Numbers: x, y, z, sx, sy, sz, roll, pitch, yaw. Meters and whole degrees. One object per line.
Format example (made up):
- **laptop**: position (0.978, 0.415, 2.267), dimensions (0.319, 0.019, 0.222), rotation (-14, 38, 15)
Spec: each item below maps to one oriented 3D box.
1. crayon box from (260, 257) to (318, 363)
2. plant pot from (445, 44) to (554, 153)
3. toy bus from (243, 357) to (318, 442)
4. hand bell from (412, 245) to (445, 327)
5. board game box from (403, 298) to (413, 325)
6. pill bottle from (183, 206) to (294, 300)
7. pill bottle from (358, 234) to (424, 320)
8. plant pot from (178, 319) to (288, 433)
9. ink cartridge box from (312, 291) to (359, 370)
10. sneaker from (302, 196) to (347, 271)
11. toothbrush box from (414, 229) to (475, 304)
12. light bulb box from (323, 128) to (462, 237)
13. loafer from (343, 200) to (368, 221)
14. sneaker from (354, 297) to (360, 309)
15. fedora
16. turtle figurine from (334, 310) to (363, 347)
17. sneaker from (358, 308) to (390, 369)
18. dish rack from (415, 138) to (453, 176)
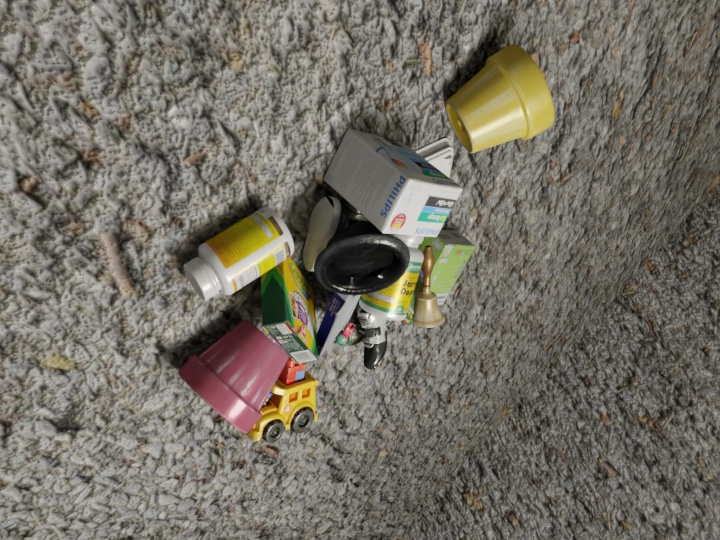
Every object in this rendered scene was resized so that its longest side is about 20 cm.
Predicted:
- **crayon box**: position (-0.149, 0.078, 1.460), dimensions (0.057, 0.175, 0.201), rotation (-12, 149, 11)
- **plant pot**: position (0.298, -0.364, 1.522), dimensions (0.187, 0.202, 0.201), rotation (-29, 147, 1)
- **toy bus**: position (-0.202, 0.301, 1.685), dimensions (0.198, 0.135, 0.195), rotation (-11, 120, -40)
- **hand bell**: position (0.169, 0.033, 1.755), dimensions (0.103, 0.104, 0.203), rotation (-20, 120, -36)
- **board game box**: position (0.080, 0.037, 1.660), dimensions (0.023, 0.106, 0.200), rotation (-16, 138, 23)
- **pill bottle**: position (-0.232, -0.029, 1.305), dimensions (0.199, 0.109, 0.110), rotation (-34, 145, -21)
- **pill bottle**: position (0.075, -0.002, 1.503), dimensions (0.112, 0.112, 0.203), rotation (5, 105, -52)
- **plant pot**: position (-0.257, 0.213, 1.459), dimensions (0.180, 0.199, 0.200), rotation (-49, 148, -11)
- **ink cartridge box**: position (-0.052, 0.095, 1.546), dimensions (0.200, 0.040, 0.201), rotation (-53, 170, -49)
- **sneaker**: position (-0.036, -0.080, 1.492), dimensions (0.145, 0.081, 0.202), rotation (-7, 136, -32)
- **toothbrush box**: position (0.202, -0.007, 1.864), dimensions (0.144, 0.086, 0.202), rotation (-2, 125, -48)
- **light bulb box**: position (0.068, -0.178, 1.419), dimensions (0.197, 0.200, 0.126), rotation (0, 125, -50)
- **loafer**: position (0.047, -0.145, 1.551), dimensions (0.198, 0.072, 0.064), rotation (-1, 114, -41)
- **sneaker**: position (0.000, 0.000, 1.639), dimensions (0.078, 0.065, 0.203), rotation (-44, 145, -50)
- **fedora**: position (0.000, -0.036, 1.407), dimensions (0.197, 0.092, 0.202), rotation (-5, 139, -5)
- **turtle figurine**: position (-0.021, 0.146, 1.760), dimensions (0.199, 0.100, 0.151), rotation (-19, 138, -46)
- **sneaker**: position (0.024, 0.138, 1.679), dimensions (0.088, 0.074, 0.203), rotation (19, 78, -39)
- **dish rack**: position (0.157, -0.204, 1.645), dimensions (0.170, 0.043, 0.202), rotation (-29, 144, -28)
